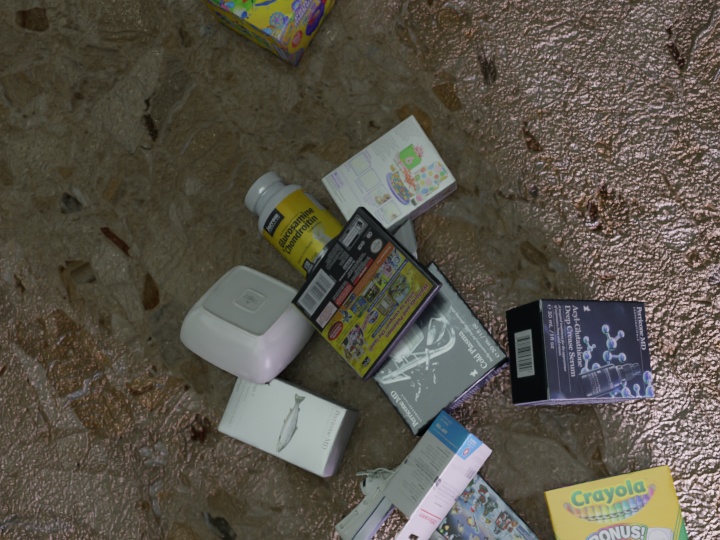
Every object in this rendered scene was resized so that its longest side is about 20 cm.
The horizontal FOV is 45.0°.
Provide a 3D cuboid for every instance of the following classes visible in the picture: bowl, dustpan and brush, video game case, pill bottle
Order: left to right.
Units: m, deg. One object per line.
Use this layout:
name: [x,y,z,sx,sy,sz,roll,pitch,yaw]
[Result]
bowl: [-0.185,0.076,1.466,0.197,0.076,0.200,25,45,17]
pill bottle: [-0.109,-0.076,1.517,0.200,0.112,0.112,43,90,15]
video game case: [0.006,0.037,1.367,0.181,0.025,0.201,44,111,18]
dustpan and brush: [0.042,0.021,1.480,0.057,0.140,0.200,38,108,-18]

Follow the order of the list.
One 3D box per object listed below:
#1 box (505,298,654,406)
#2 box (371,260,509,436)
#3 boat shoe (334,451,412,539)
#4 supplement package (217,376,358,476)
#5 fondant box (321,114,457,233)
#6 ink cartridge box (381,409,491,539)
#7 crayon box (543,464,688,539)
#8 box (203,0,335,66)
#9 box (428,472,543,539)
box: [0.338,0.129,1.348,0.195,0.107,0.152,1,78,-22]
box: [0.111,0.131,1.431,0.196,0.124,0.201,-40,75,4]
boat shoe: [0.026,0.360,1.437,0.086,0.074,0.203,39,99,19]
supplement package: [-0.118,0.251,1.456,0.196,0.117,0.119,20,82,14]
fondant box: [0.051,-0.152,1.526,0.198,0.058,0.146,-34,75,5]
ink cartridge box: [0.109,0.331,1.362,0.066,0.116,0.201,35,85,34]
crayon box: [0.402,0.410,1.352,0.195,0.058,0.177,-15,77,9]
box: [-0.157,-0.526,1.603,0.191,0.122,0.202,32,87,15]
box: [0.195,0.427,1.381,0.137,0.040,0.200,-48,62,1]
